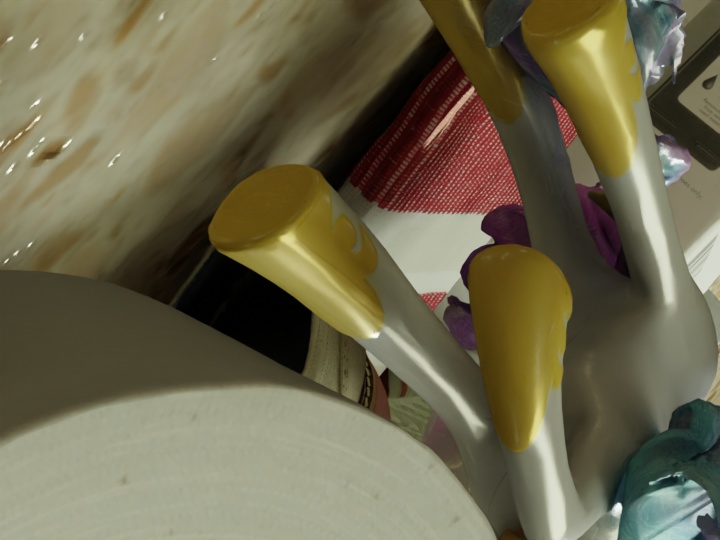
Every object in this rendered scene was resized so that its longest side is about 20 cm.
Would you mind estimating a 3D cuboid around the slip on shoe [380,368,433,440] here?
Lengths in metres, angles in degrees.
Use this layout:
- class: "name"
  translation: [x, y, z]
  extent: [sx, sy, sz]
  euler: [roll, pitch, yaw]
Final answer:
- class: "slip on shoe"
  translation: [0.012, 0.075, 0.906]
  extent: [0.061, 0.074, 0.200]
  euler: [-44, -175, 12]

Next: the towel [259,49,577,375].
- class: "towel"
  translation: [0.000, 0.000, 0.775]
  extent: [0.200, 0.023, 0.144]
  euler: [-51, 168, 11]

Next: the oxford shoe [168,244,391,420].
- class: "oxford shoe"
  translation: [-0.047, 0.066, 0.622]
  extent: [0.200, 0.071, 0.074]
  euler: [-72, 158, -45]

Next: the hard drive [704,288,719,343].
- class: "hard drive"
  translation: [0.061, 0.064, 1.079]
  extent: [0.132, 0.027, 0.200]
  euler: [-45, -176, -12]

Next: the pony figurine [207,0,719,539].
- class: "pony figurine"
  translation: [0.057, 0.025, 0.628]
  extent: [0.166, 0.200, 0.193]
  euler: [-5, -147, 30]

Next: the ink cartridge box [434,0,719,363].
- class: "ink cartridge box"
  translation: [0.113, -0.045, 0.930]
  extent: [0.200, 0.067, 0.116]
  euler: [-44, 168, -17]

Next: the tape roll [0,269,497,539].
- class: "tape roll"
  translation: [-0.061, 0.104, 0.491]
  extent: [0.200, 0.066, 0.201]
  euler: [-16, 115, -36]
